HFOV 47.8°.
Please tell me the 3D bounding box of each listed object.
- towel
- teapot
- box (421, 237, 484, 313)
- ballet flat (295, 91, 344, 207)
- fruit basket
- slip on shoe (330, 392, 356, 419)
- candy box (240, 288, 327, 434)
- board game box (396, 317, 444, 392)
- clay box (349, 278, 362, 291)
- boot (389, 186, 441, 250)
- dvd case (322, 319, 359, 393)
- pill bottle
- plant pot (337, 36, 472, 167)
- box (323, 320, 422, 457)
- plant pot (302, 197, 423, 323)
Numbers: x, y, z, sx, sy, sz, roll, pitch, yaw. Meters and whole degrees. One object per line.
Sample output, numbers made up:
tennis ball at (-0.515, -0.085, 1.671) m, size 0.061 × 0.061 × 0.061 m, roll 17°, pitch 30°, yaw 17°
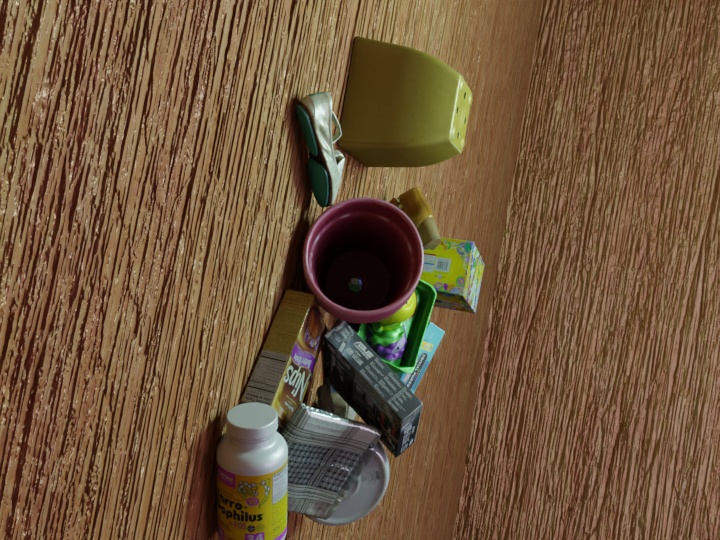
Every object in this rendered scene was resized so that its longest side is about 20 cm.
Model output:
towel at (-0.070, 0.316, 1.307) m, size 0.198 × 0.034 × 0.194 m, roll 24°, pitch 101°, yaw -42°
teapot at (-0.048, 0.338, 1.450) m, size 0.201 × 0.196 × 0.146 m, roll -52°, pitch -156°, yaw 7°
box at (0.162, 0.005, 1.827) m, size 0.193 × 0.196 × 0.124 m, roll 44°, pitch 57°, yaw -69°
ballet flat at (-0.052, -0.188, 1.284) m, size 0.062 × 0.067 × 0.202 m, roll -29°, pitch 136°, yaw -20°
fruit basket at (0.068, 0.080, 1.577) m, size 0.217 × 0.154 × 0.216 m, roll -57°, pitch -167°, yaw 22°
slip on shoe at (-0.051, 0.306, 1.564) m, size 0.202 × 0.059 × 0.077 m, roll 103°, pitch -22°, yaw -44°
candy box at (-0.116, 0.148, 1.291) m, size 0.117 × 0.055 × 0.203 m, roll 72°, pitch 34°, yaw -56°
board game box at (0.076, 0.193, 1.676) m, size 0.047 × 0.150 × 0.202 m, roll 32°, pitch 82°, yaw -25°
clay box at (0.013, -0.053, 1.592) m, size 0.200 × 0.047 × 0.117 m, roll -51°, pitch 147°, yaw -55°
boot at (0.075, -0.069, 1.715) m, size 0.070 × 0.200 × 0.146 m, roll 20°, pitch 38°, yaw -50°
dvd case at (-0.028, 0.152, 1.618) m, size 0.201 × 0.016 × 0.151 m, roll -55°, pitch 148°, yaw -54°
pill bottle at (-0.156, 0.297, 1.166) m, size 0.104 × 0.102 × 0.204 m, roll -39°, pitch 135°, yaw -63°
plant pot at (0.094, -0.293, 1.482) m, size 0.194 × 0.196 × 0.200 m, roll 15°, pitch 84°, yaw -71°
box at (0.016, 0.201, 1.376) m, size 0.049 × 0.200 × 0.159 m, roll -34°, pitch 153°, yaw -23°
plant pot at (0.000, 0.000, 1.377) m, size 0.179 × 0.196 × 0.204 m, roll 102°, pitch 3°, yaw -74°
